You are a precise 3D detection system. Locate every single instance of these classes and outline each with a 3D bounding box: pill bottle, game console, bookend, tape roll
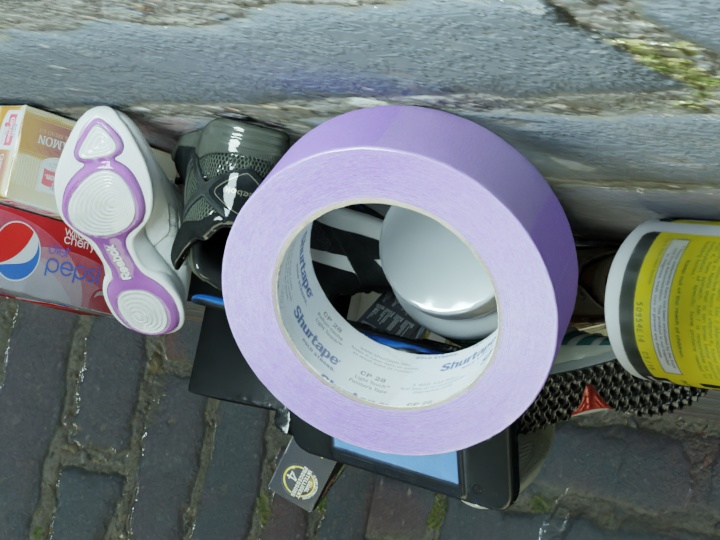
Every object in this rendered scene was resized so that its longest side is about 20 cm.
[{"bbox_3d":[0.271,0.027,1.087,0.200,0.114,0.114,6,172,43],"label":"pill bottle"},{"bbox_3d":[-0.003,0.091,1.158,0.200,0.171,0.118,13,-152,35],"label":"game console"},{"bbox_3d":[0.083,-0.003,1.170,0.113,0.113,0.200,10,174,17],"label":"pill bottle"},{"bbox_3d":[-0.118,0.032,1.469,0.199,0.200,0.092,9,173,18],"label":"bookend"},{"bbox_3d":[0.023,0.008,0.975,0.200,0.200,0.066,10,-151,14],"label":"tape roll"}]

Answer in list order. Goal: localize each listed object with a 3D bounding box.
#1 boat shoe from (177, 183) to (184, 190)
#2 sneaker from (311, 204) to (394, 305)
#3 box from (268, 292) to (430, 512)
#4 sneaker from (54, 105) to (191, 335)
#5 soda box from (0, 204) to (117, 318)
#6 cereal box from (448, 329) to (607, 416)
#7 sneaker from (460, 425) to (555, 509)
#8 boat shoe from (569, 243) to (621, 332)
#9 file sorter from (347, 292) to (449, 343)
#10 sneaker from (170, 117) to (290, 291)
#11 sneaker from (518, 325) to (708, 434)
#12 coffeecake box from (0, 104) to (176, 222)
[{"bbox_3d":[-0.083,-0.047,1.363,0.200,0.074,0.067,2,159,-1],"label":"boat shoe"},{"bbox_3d":[0.000,0.000,1.310,0.200,0.112,0.073,23,-153,-32],"label":"sneaker"},{"bbox_3d":[0.005,0.089,1.393,0.049,0.161,0.200,29,-153,9],"label":"box"},{"bbox_3d":[-0.170,-0.048,1.232,0.075,0.100,0.200,1,133,11],"label":"sneaker"},{"bbox_3d":[-0.263,-0.011,1.286,0.070,0.063,0.200,4,171,40],"label":"soda box"},{"bbox_3d":[0.187,0.074,1.452,0.200,0.040,0.144,-12,141,10],"label":"cereal box"},{"bbox_3d":[0.111,0.139,1.341,0.077,0.200,0.111,18,133,4],"label":"sneaker"},{"bbox_3d":[0.193,0.009,1.313,0.200,0.076,0.072,0,163,29],"label":"boat shoe"},{"bbox_3d":[0.098,0.057,1.587,0.124,0.139,0.200,5,171,42],"label":"file sorter"},{"bbox_3d":[-0.101,-0.040,1.186,0.076,0.114,0.199,15,175,-14],"label":"sneaker"},{"bbox_3d":[0.175,0.065,1.290,0.200,0.070,0.093,-10,-140,-9],"label":"sneaker"},{"bbox_3d":[-0.270,-0.078,1.326,0.200,0.073,0.153,6,172,43],"label":"coffeecake box"}]
